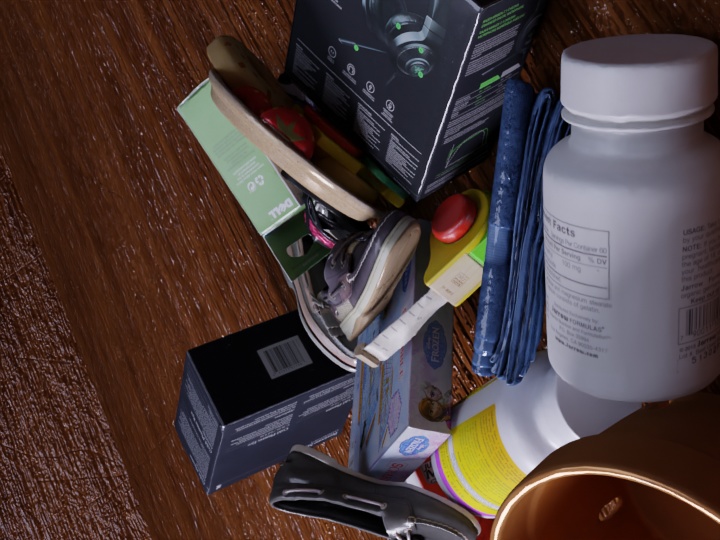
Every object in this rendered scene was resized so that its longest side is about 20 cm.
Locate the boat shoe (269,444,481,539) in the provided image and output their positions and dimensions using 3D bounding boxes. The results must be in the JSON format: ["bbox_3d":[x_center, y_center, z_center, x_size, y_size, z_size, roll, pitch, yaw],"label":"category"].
[{"bbox_3d":[0.008,0.214,0.856,0.197,0.057,0.067,15,146,28],"label":"boat shoe"}]

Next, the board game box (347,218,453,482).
[{"bbox_3d":[0.036,0.091,0.912,0.200,0.040,0.204,119,159,-57],"label":"board game box"}]

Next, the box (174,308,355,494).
[{"bbox_3d":[-0.109,0.150,1.161,0.105,0.197,0.183,56,149,25],"label":"box"}]

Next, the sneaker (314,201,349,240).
[{"bbox_3d":[-0.066,-0.083,1.067,0.200,0.087,0.075,48,143,39],"label":"sneaker"}]

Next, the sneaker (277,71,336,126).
[{"bbox_3d":[-0.012,-0.154,0.958,0.200,0.074,0.089,39,157,58],"label":"sneaker"}]

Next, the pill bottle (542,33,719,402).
[{"bbox_3d":[0.168,-0.034,0.596,0.114,0.113,0.204,29,131,54],"label":"pill bottle"}]

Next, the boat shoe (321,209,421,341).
[{"bbox_3d":[0.000,0.000,0.848,0.064,0.072,0.201,39,157,7],"label":"boat shoe"}]

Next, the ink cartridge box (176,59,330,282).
[{"bbox_3d":[-0.083,-0.102,0.961,0.059,0.104,0.202,-31,94,28],"label":"ink cartridge box"}]

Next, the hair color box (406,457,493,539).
[{"bbox_3d":[0.101,0.292,0.986,0.203,0.060,0.102,64,153,16],"label":"hair color box"}]

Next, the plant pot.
[{"bbox_3d":[0.197,0.168,0.592,0.197,0.139,0.204,21,127,31],"label":"plant pot"}]

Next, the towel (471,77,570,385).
[{"bbox_3d":[0.115,-0.028,0.689,0.112,0.047,0.205,-30,-54,-78],"label":"towel"}]

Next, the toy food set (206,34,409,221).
[{"bbox_3d":[-0.047,-0.114,0.831,0.049,0.197,0.200,-50,33,8],"label":"toy food set"}]

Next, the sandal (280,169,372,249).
[{"bbox_3d":[-0.019,-0.038,0.917,0.075,0.045,0.200,46,-177,33],"label":"sandal"}]

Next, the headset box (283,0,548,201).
[{"bbox_3d":[0.038,-0.192,0.747,0.174,0.092,0.202,44,145,22],"label":"headset box"}]

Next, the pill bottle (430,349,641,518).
[{"bbox_3d":[0.136,0.128,0.770,0.106,0.103,0.200,65,154,14],"label":"pill bottle"}]

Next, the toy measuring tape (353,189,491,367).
[{"bbox_3d":[0.066,-0.005,0.803,0.200,0.073,0.074,-44,61,20],"label":"toy measuring tape"}]

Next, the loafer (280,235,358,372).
[{"bbox_3d":[-0.037,0.023,1.096,0.201,0.071,0.064,57,143,35],"label":"loafer"}]
